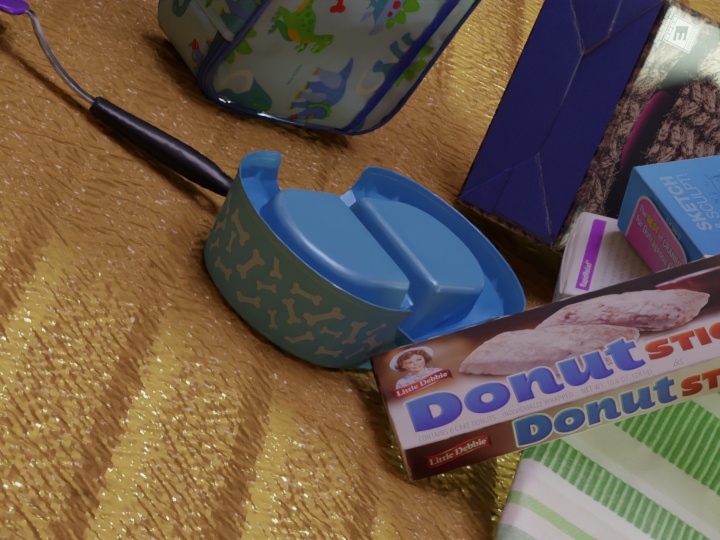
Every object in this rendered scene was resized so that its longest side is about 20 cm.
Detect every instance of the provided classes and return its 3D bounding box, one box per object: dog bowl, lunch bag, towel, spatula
[{"bbox_3d":[0.000,0.000,1.159,0.112,0.050,0.200,50,24,26],"label":"dog bowl"},{"bbox_3d":[0.000,-0.171,1.287,0.160,0.200,0.083,14,34,-49],"label":"lunch bag"},{"bbox_3d":[0.140,0.115,1.117,0.152,0.023,0.200,35,42,-10],"label":"towel"},{"bbox_3d":[-0.140,-0.097,1.159,0.200,0.021,0.057,39,8,-6],"label":"spatula"}]

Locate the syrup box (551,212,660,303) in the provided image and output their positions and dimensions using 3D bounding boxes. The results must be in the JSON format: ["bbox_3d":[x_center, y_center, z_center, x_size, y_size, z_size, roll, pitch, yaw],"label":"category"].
[{"bbox_3d":[0.196,0.044,1.228,0.199,0.079,0.082,15,37,6],"label":"syrup box"}]

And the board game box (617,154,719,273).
[{"bbox_3d":[0.242,0.012,1.180,0.153,0.040,0.200,-9,42,-23],"label":"board game box"}]

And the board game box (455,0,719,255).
[{"bbox_3d":[0.183,-0.072,1.413,0.200,0.160,0.097,19,8,-41],"label":"board game box"}]

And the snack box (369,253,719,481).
[{"bbox_3d":[0.109,0.042,1.099,0.072,0.199,0.024,-110,-175,-52],"label":"snack box"}]
